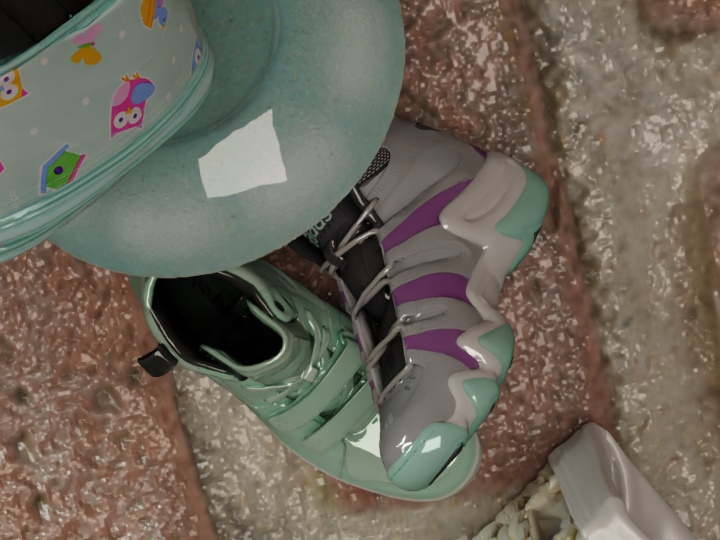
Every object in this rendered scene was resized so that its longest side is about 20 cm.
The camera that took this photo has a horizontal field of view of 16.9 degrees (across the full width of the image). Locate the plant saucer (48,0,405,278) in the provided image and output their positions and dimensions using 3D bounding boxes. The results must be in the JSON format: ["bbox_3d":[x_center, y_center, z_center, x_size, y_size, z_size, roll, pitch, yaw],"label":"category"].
[{"bbox_3d":[-0.082,-0.097,1.074,0.201,0.039,0.201,-4,71,13],"label":"plant saucer"}]

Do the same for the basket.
[{"bbox_3d":[0.131,0.195,1.146,0.123,0.136,0.200,-40,100,8],"label":"basket"}]

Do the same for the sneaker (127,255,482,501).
[{"bbox_3d":[-0.026,0.054,1.117,0.200,0.118,0.074,36,96,-9],"label":"sneaker"}]

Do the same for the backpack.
[{"bbox_3d":[-0.160,-0.091,0.965,0.176,0.200,0.153,-39,131,-26],"label":"backpack"}]

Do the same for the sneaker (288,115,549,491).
[{"bbox_3d":[0.000,0.000,1.079,0.140,0.200,0.078,29,130,-11],"label":"sneaker"}]
